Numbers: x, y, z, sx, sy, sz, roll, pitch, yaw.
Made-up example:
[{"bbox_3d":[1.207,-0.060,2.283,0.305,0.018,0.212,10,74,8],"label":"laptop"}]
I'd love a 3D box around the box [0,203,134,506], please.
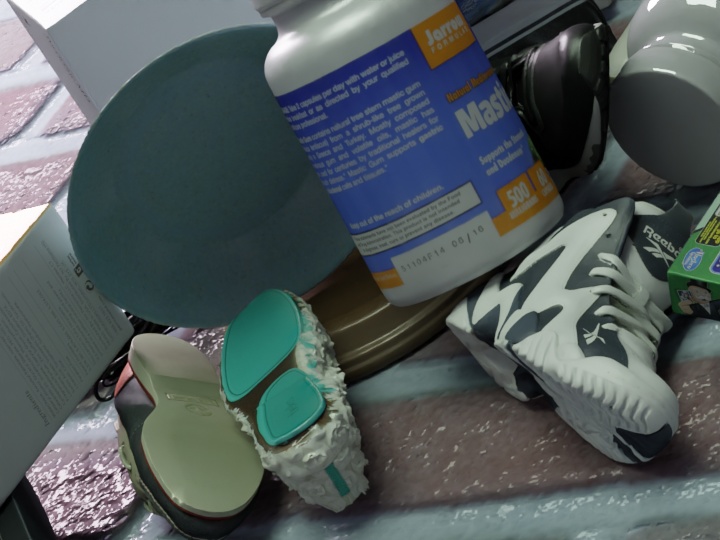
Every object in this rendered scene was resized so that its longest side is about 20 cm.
[{"bbox_3d":[-0.240,0.067,1.637,0.124,0.098,0.200,-9,33,39],"label":"box"}]

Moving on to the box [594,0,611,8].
[{"bbox_3d":[0.094,-0.248,1.945,0.097,0.125,0.200,-24,27,15],"label":"box"}]

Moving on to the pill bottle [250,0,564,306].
[{"bbox_3d":[0.018,-0.092,1.572,0.112,0.201,0.112,-28,8,4],"label":"pill bottle"}]

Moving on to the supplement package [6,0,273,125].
[{"bbox_3d":[-0.105,-0.133,1.892,0.156,0.200,0.111,-37,25,-8],"label":"supplement package"}]

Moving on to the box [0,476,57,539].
[{"bbox_3d":[-0.237,0.178,1.633,0.141,0.079,0.200,-35,25,-2],"label":"box"}]

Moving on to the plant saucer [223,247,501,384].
[{"bbox_3d":[0.000,0.000,1.742,0.199,0.030,0.200,-26,25,14],"label":"plant saucer"}]

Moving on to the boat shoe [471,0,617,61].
[{"bbox_3d":[0.082,-0.109,1.774,0.200,0.071,0.072,-38,-10,-24],"label":"boat shoe"}]

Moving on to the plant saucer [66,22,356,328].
[{"bbox_3d":[-0.078,-0.060,1.666,0.201,0.201,0.039,-33,41,-3],"label":"plant saucer"}]

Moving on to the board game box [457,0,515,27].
[{"bbox_3d":[0.025,-0.138,1.770,0.200,0.043,0.199,-34,-11,-43],"label":"board game box"}]

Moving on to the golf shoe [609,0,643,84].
[{"bbox_3d":[0.201,-0.181,1.770,0.077,0.088,0.200,5,46,49],"label":"golf shoe"}]

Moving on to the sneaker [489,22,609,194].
[{"bbox_3d":[0.085,-0.086,1.640,0.087,0.076,0.200,4,-15,-7],"label":"sneaker"}]

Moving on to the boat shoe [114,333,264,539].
[{"bbox_3d":[-0.102,0.104,1.637,0.200,0.071,0.063,-120,46,-62],"label":"boat shoe"}]

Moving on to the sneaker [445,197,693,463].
[{"bbox_3d":[0.135,0.018,1.497,0.130,0.080,0.199,-45,17,-7],"label":"sneaker"}]

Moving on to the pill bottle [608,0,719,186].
[{"bbox_3d":[0.218,-0.141,1.653,0.108,0.109,0.200,-6,37,43],"label":"pill bottle"}]

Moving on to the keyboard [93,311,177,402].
[{"bbox_3d":[-0.133,0.004,1.813,0.200,0.040,0.104,-41,40,12],"label":"keyboard"}]

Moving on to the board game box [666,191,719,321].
[{"bbox_3d":[0.257,-0.040,1.475,0.134,0.029,0.200,12,47,30],"label":"board game box"}]

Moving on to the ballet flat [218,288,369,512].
[{"bbox_3d":[-0.034,0.077,1.603,0.072,0.072,0.200,-30,23,4],"label":"ballet flat"}]
